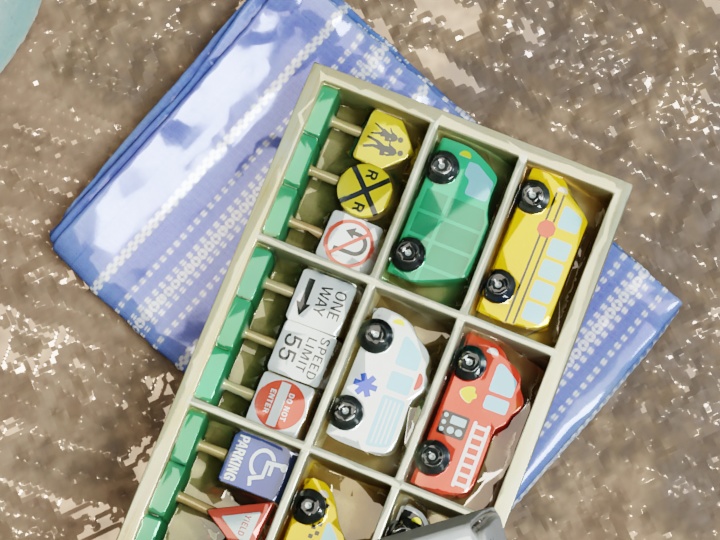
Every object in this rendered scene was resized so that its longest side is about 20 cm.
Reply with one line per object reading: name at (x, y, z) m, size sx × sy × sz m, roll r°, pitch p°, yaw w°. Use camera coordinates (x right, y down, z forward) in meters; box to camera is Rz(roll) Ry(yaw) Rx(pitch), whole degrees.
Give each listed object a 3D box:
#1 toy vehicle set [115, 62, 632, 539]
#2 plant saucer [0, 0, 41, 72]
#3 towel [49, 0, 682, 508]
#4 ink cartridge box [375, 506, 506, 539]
toy vehicle set at (0.004, 0.040, 0.948) m, size 0.124 × 0.027 × 0.200 m, roll 20°, pitch 79°, yaw 6°
plant saucer at (-0.216, -0.139, 1.015) m, size 0.201 × 0.039 × 0.201 m, roll -1°, pitch 81°, yaw 4°
towel at (0.000, 0.000, 0.987) m, size 0.200 × 0.024 × 0.145 m, roll 41°, pitch 87°, yaw 9°
ink cartridge box at (-0.031, 0.175, 0.873) m, size 0.200 × 0.083 × 0.146 m, roll -16°, pitch 87°, yaw 8°
